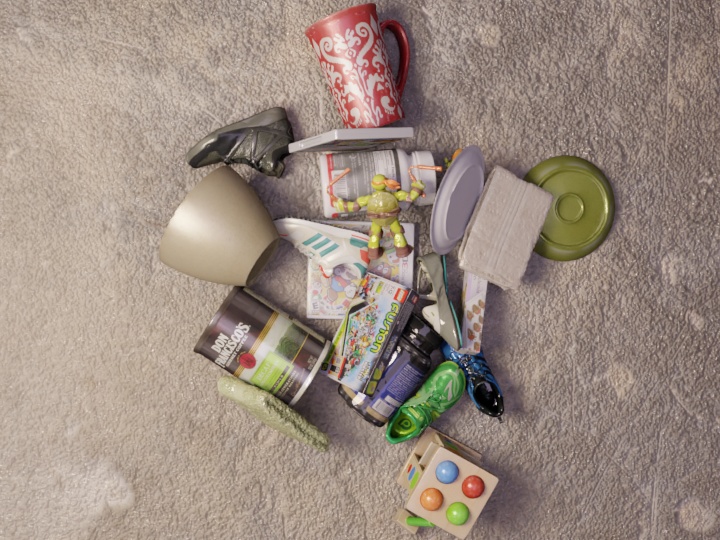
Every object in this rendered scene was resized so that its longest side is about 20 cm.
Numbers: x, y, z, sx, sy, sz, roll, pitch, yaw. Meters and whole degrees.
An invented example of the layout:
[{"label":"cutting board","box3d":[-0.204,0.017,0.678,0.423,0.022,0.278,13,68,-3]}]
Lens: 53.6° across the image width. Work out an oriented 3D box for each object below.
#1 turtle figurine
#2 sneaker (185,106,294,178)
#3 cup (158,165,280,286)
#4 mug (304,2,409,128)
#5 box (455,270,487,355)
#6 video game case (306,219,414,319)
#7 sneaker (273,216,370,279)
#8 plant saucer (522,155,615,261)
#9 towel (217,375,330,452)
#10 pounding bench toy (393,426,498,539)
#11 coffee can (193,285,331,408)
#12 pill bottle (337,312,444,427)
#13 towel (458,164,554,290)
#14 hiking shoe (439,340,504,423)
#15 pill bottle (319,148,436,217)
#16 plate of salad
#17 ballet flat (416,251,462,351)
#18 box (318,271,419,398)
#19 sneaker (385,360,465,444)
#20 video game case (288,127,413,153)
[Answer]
[{"label":"turtle figurine","box3d":[0.050,-0.100,1.209,0.198,0.065,0.162,-11,119,0]},{"label":"sneaker","box3d":[-0.208,-0.206,1.277,0.198,0.076,0.115,-22,89,-7]},{"label":"cup","box3d":[-0.222,-0.055,1.214,0.143,0.200,0.201,34,91,4]},{"label":"mug","box3d":[0.017,-0.354,1.257,0.176,0.133,0.201,-20,98,-1]},{"label":"box","box3d":[0.207,0.053,1.310,0.038,0.041,0.202,11,75,-5]},{"label":"video game case","box3d":[0.000,0.000,1.332,0.198,0.023,0.184,1,94,-4]},{"label":"sneaker","box3d":[-0.074,-0.037,1.277,0.198,0.070,0.094,12,87,-8]},{"label":"plant saucer","box3d":[0.391,-0.117,1.346,0.198,0.031,0.202,0,93,-4]},{"label":"towel","box3d":[-0.149,0.253,1.243,0.200,0.148,0.037,48,64,-39]},{"label":"pounding bench toy","box3d":[0.138,0.418,1.303,0.124,0.156,0.201,29,92,-5]},{"label":"coffee can","box3d":[-0.173,0.134,1.268,0.199,0.146,0.147,33,91,-6]},{"label":"pill bottle","box3d":[0.059,0.176,1.301,0.112,0.112,0.200,39,92,-5]},{"label":"towel","box3d":[0.263,-0.074,1.298,0.132,0.034,0.201,25,85,-13]},{"label":"hiking shoe","box3d":[0.213,0.184,1.327,0.074,0.087,0.201,-34,95,-1]},{"label":"pill bottle","box3d":[0.029,-0.159,1.277,0.198,0.114,0.115,-5,94,-4]},{"label":"plate of salad","box3d":[0.166,-0.126,1.265,0.048,0.200,0.202,22,93,26]},{"label":"ballet flat","box3d":[0.137,0.058,1.293,0.063,0.068,0.201,-9,60,2]},{"label":"box","box3d":[0.015,0.111,1.266,0.110,0.035,0.201,19,80,36]},{"label":"sneaker","box3d":[0.120,0.252,1.305,0.074,0.084,0.200,41,107,6]},{"label":"video game case","box3d":[-0.020,-0.220,1.207,0.142,0.200,0.018,-7,96,-27]}]
